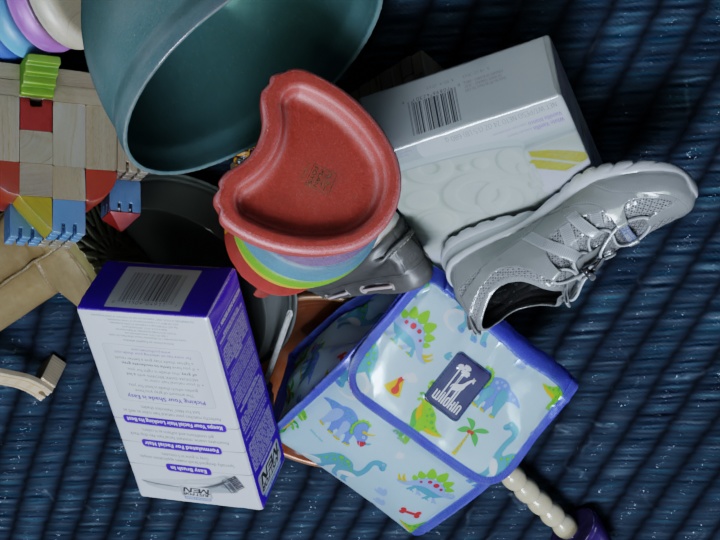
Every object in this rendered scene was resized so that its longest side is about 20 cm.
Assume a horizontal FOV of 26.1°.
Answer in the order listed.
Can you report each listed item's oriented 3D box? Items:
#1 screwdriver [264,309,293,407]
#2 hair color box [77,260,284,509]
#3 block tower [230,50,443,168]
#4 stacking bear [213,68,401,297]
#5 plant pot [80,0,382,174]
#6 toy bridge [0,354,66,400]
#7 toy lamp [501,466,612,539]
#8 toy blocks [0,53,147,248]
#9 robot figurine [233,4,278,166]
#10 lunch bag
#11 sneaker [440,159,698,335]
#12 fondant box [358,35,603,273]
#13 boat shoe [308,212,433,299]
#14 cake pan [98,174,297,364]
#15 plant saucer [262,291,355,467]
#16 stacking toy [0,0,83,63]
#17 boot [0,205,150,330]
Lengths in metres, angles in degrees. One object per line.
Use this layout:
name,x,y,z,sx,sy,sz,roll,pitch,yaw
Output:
screwdriver,-0.078,0.088,1.292,0.028,0.029,0.200,30,150,5
hair color box,-0.134,0.090,1.192,0.108,0.065,0.201,4,128,19
block tower,-0.008,-0.095,1.190,0.199,0.058,0.054,-26,144,27
stacking bear,-0.046,-0.037,1.086,0.113,0.122,0.200,25,161,-5
plant pot,-0.104,-0.179,1.014,0.135,0.200,0.200,53,126,16
toy bridge,-0.351,0.051,1.359,0.200,0.067,0.027,41,129,-21
toy lamp,0.160,0.205,1.403,0.058,0.058,0.200,-32,116,28
toy blocks,-0.237,-0.079,1.165,0.198,0.138,0.100,3,167,-24
robot figurine,-0.091,-0.165,1.135,0.144,0.058,0.202,1,110,9
lunch bag,0.050,0.097,1.250,0.170,0.128,0.200,37,124,-18
sneaker,0.156,-0.011,1.123,0.199,0.083,0.075,-26,144,24
fondant box,0.100,-0.073,1.145,0.143,0.059,0.200,-17,147,14
boat shoe,0.000,0.000,1.203,0.057,0.067,0.200,48,163,-7
cake pan,-0.150,0.014,1.291,0.199,0.037,0.202,12,126,16
plant saucer,-0.025,0.092,1.361,0.198,0.032,0.202,5,128,6
stacking toy,-0.289,-0.185,1.171,0.199,0.086,0.086,-14,124,27
boot,-0.267,0.021,1.288,0.199,0.066,0.176,-26,100,37
